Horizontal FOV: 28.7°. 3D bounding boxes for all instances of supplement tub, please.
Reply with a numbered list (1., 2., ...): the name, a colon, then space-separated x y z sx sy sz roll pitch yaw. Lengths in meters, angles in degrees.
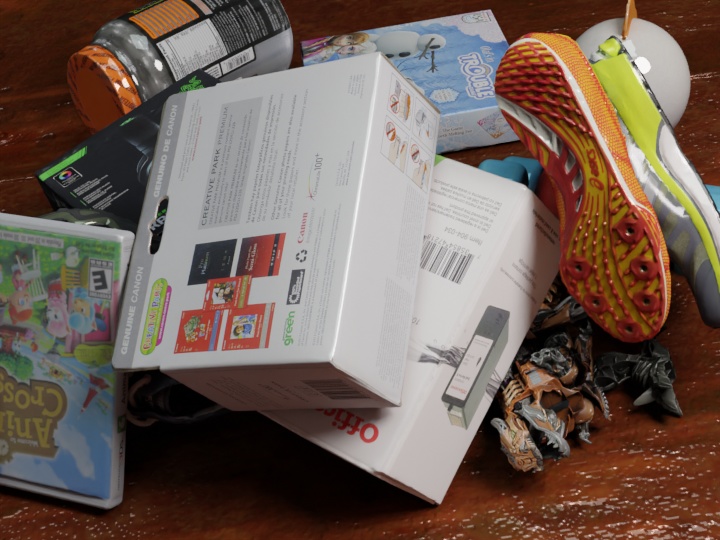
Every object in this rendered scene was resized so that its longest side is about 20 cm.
1. supplement tub: -0.171 -0.200 1.340 0.199 0.124 0.122 -32 41 -31

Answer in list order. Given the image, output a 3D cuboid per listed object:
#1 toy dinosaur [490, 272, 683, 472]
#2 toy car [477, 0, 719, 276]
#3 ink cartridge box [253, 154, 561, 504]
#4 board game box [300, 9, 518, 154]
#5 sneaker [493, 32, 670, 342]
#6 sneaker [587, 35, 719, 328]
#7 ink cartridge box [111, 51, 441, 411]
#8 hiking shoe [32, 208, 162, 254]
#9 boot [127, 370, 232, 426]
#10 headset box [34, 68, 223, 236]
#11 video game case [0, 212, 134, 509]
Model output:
1. toy dinosaur: 0.137 0.052 0.953 0.134 0.102 0.202 -14 51 18
2. toy car: 0.192 -0.110 1.034 0.182 0.203 0.177 10 9 15
3. ink cartridge box: 0.026 0.029 0.925 0.145 0.084 0.201 23 82 38
4. board game box: 0.050 -0.173 1.327 0.196 0.044 0.201 -9 35 -4
5. sneaker: 0.149 -0.054 0.867 0.072 0.202 0.077 -16 7 34
6. sneaker: 0.184 -0.049 0.929 0.080 0.202 0.074 -29 -9 15
7. ink cartridge box: -0.053 -0.020 0.890 0.174 0.084 0.202 -4 66 33
8. hiking shoe: -0.164 0.013 0.961 0.197 0.077 0.101 2 29 -3
9. boot: -0.170 0.074 0.990 0.198 0.073 0.090 -14 29 -10
10. headset box: -0.141 -0.062 1.132 0.173 0.093 0.200 -35 38 -18
11. video game case: -0.244 0.053 0.951 0.198 0.184 0.022 8 10 22
